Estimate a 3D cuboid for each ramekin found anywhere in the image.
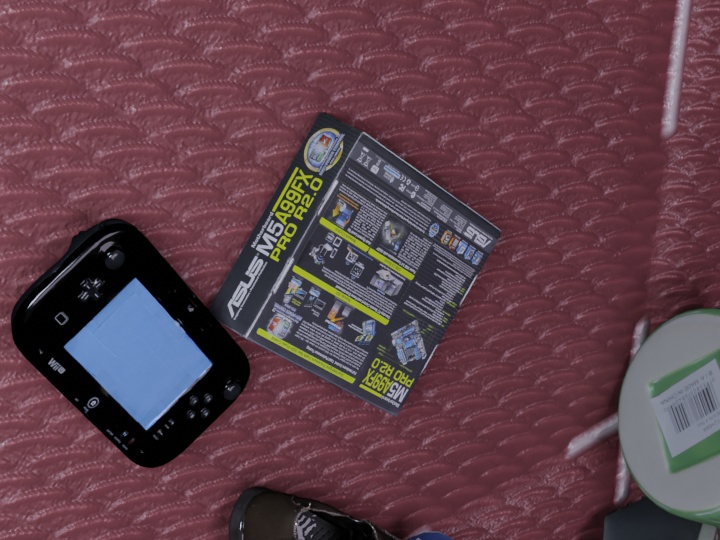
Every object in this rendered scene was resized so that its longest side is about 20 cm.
[{"bbox_3d":[0.315,0.126,1.740,0.097,0.200,0.201,11,104,-42],"label":"ramekin"}]

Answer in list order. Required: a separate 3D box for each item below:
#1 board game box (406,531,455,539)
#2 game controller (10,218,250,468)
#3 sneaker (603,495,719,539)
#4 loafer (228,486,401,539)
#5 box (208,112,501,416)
[{"bbox_3d":[0.015,0.332,1.634,0.200,0.062,0.201,-42,139,-23],"label":"board game box"},{"bbox_3d":[-0.145,0.050,1.298,0.104,0.042,0.200,-51,140,-12],"label":"game controller"},{"bbox_3d":[0.284,0.216,1.866,0.200,0.105,0.075,-57,147,-57],"label":"sneaker"},{"bbox_3d":[-0.008,0.218,1.489,0.199,0.071,0.073,27,71,-38],"label":"loafer"},{"bbox_3d":[0.000,0.000,1.427,0.200,0.044,0.161,30,89,-52],"label":"box"}]
